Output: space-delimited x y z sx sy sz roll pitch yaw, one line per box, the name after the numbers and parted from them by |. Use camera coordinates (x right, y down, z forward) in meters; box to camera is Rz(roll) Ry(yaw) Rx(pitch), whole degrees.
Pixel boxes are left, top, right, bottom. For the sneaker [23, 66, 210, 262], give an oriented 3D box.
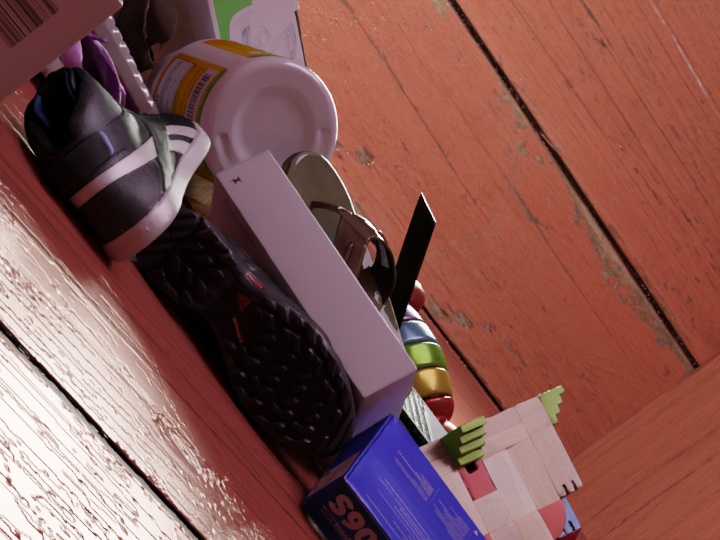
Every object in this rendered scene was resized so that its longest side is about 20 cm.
-0.159 -0.092 1.265 0.112 0.073 0.200 52 12 -17 | sneaker

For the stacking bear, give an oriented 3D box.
0.038 0.116 1.774 0.201 0.121 0.114 63 5 21 | stacking bear

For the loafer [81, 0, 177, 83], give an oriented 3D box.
-0.184 -0.220 1.588 0.200 0.070 0.074 126 -45 -66 | loafer

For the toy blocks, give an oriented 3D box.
0.094 0.183 1.416 0.100 0.199 0.137 -39 -106 51 | toy blocks

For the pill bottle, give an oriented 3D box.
-0.104 -0.125 1.559 0.111 0.111 0.200 52 -11 -25 | pill bottle

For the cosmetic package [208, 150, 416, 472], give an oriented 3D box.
-0.042 0.036 1.409 0.201 0.051 0.151 56 -21 20 | cosmetic package

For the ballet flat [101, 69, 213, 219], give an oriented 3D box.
-0.162 -0.125 1.697 0.201 0.071 0.071 55 4 19 | ballet flat

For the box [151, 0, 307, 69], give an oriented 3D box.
-0.143 -0.245 1.735 0.176 0.096 0.201 20 -52 48 | box

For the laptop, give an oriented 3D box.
0.068 0.061 1.595 0.200 0.116 0.187 53 5 -8 | laptop

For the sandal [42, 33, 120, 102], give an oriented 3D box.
-0.199 -0.147 1.422 0.203 0.050 0.082 56 4 11 | sandal

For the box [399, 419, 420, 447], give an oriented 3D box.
0.042 0.178 1.568 0.117 0.060 0.200 51 4 -37 | box

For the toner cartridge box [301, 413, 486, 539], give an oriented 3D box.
0.050 0.203 1.299 0.201 0.043 0.095 54 32 -6 | toner cartridge box

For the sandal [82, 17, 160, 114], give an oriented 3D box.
-0.198 -0.140 1.528 0.204 0.050 0.082 65 -15 -18 | sandal

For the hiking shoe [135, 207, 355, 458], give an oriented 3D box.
-0.069 0.036 1.331 0.200 0.076 0.101 53 7 -2 | hiking shoe

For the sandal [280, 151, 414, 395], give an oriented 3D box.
0.001 0.001 1.464 0.080 0.057 0.202 -25 90 -52 | sandal

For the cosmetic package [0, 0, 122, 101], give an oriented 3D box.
-0.217 -0.185 1.229 0.085 0.107 0.200 51 3 -22 | cosmetic package
